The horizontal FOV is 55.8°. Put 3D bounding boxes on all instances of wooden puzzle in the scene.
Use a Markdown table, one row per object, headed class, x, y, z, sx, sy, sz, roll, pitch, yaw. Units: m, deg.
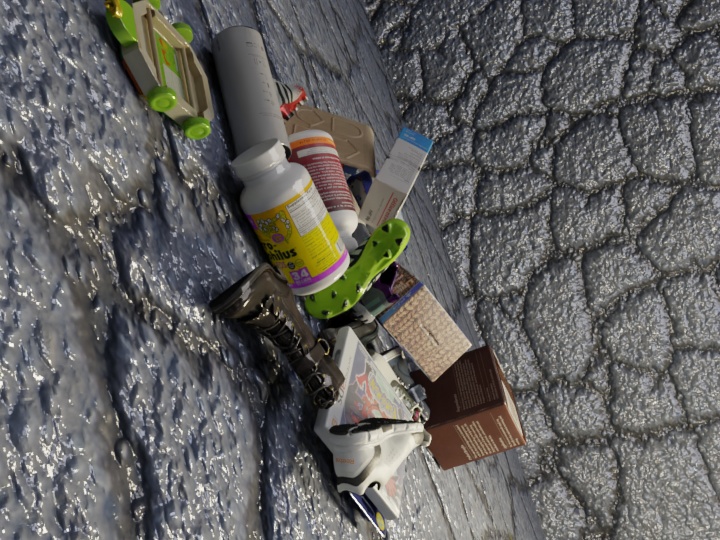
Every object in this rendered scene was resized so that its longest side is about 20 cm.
| class | x | y | z | sx | sy | sz | roll | pitch | yaw |
| --- | --- | --- | --- | --- | --- | --- | --- | --- | --- |
| wooden puzzle | -0.066 | -0.244 | 1.271 | 0.197 | 0.047 | 0.186 | 19 | 34 | -14 |

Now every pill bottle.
| class | x | y | z | sx | sy | sz | roll | pitch | yaw |
| --- | --- | --- | --- | --- | --- | --- | --- | --- | --- |
| pill bottle | -0.070 | -0.108 | 1.072 | 0.113 | 0.112 | 0.203 | 20 | 51 | -72 |
| pill bottle | -0.098 | -0.074 | 0.932 | 0.105 | 0.103 | 0.202 | -83 | 150 | -62 |

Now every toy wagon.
| class | x | y | z | sx | sy | sz | roll | pitch | yaw |
| --- | --- | --- | --- | --- | --- | --- | --- | --- | --- |
| toy wagon | -0.235 | -0.249 | 0.787 | 0.200 | 0.039 | 0.157 | 38 | 34 | -64 |

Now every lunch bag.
| class | x | y | z | sx | sy | sz | roll | pitch | yaw |
| --- | --- | --- | --- | --- | --- | --- | --- | --- | --- |
| lunch bag | 0.026 | -0.110 | 1.409 | 0.200 | 0.122 | 0.172 | 112 | -43 | -88 |

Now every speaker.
| class | x | y | z | sx | sy | sz | roll | pitch | yaw |
| --- | --- | --- | --- | --- | --- | --- | --- | --- | --- |
| speaker | -0.160 | -0.249 | 0.990 | 0.081 | 0.080 | 0.203 | 32 | 40 | -68 |

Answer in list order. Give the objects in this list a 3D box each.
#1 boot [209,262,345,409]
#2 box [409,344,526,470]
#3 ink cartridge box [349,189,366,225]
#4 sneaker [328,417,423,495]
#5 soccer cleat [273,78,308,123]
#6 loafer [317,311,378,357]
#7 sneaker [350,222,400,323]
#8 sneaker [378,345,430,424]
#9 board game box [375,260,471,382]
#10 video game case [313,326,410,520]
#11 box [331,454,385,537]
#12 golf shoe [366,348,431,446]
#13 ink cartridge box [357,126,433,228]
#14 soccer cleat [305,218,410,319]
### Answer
| class | x | y | z | sx | sy | sz | roll | pitch | yaw |
| --- | --- | --- | --- | --- | --- | --- | --- | --- | --- |
| boot | -0.079 | 0.081 | 0.784 | 0.175 | 0.069 | 0.200 | 57 | 11 | 4 |
| box | 0.231 | 0.299 | 1.480 | 0.165 | 0.197 | 0.167 | -95 | 159 | -49 |
| ink cartridge box | -0.041 | -0.096 | 1.259 | 0.201 | 0.066 | 0.118 | -87 | 153 | -59 |
| sneaker | 0.021 | 0.230 | 0.860 | 0.199 | 0.073 | 0.081 | 9 | 78 | -58 |
| soccer cleat | -0.143 | -0.293 | 1.146 | 0.085 | 0.068 | 0.201 | 46 | 22 | -14 |
| loafer | -0.019 | 0.092 | 1.078 | 0.073 | 0.072 | 0.200 | 63 | 14 | -10 |
| sneaker | 0.027 | -0.010 | 1.104 | 0.074 | 0.087 | 0.202 | 39 | 33 | -40 |
| sneaker | 0.065 | 0.215 | 1.212 | 0.202 | 0.076 | 0.148 | 26 | 43 | -72 |
| board game box | 0.082 | 0.077 | 1.231 | 0.160 | 0.097 | 0.200 | 49 | -3 | -28 |
| video game case | 0.011 | 0.209 | 0.944 | 0.201 | 0.023 | 0.183 | 57 | 28 | -29 |
| box | -0.001 | 0.266 | 0.975 | 0.201 | 0.032 | 0.122 | -90 | 156 | -53 |
| golf shoe | 0.056 | 0.207 | 1.099 | 0.077 | 0.087 | 0.202 | -51 | 131 | -35 |
| ink cartridge box | 0.058 | -0.154 | 1.247 | 0.201 | 0.067 | 0.117 | -63 | 180 | -39 |
| soccer cleat | 0.000 | 0.000 | 1.020 | 0.068 | 0.200 | 0.081 | 49 | 13 | 4 |
